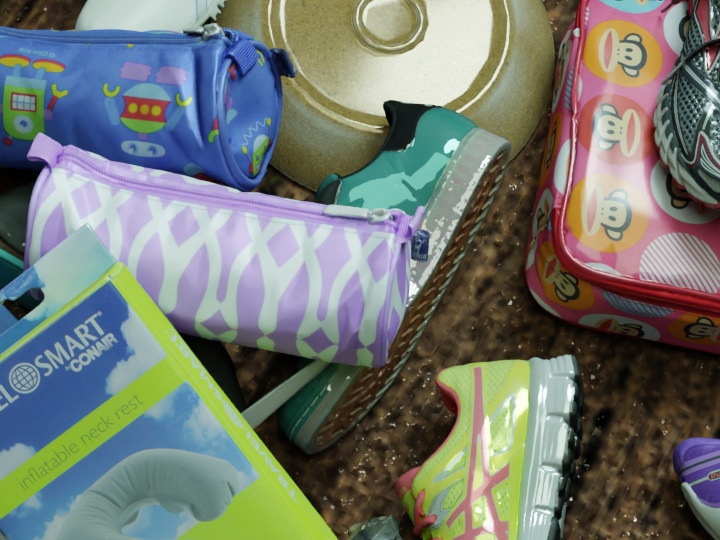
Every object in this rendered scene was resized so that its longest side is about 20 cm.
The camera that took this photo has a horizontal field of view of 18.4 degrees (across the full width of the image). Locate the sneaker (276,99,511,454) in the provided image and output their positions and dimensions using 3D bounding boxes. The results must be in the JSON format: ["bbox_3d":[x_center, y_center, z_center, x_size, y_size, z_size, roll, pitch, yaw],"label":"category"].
[{"bbox_3d":[0.000,0.000,1.179,0.080,0.071,0.201,27,75,16],"label":"sneaker"}]

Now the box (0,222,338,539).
[{"bbox_3d":[-0.116,0.093,1.059,0.122,0.048,0.200,-37,97,7],"label":"box"}]

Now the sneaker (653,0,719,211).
[{"bbox_3d":[0.201,-0.121,1.164,0.080,0.075,0.201,8,63,-6],"label":"sneaker"}]

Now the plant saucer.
[{"bbox_3d":[0.015,-0.135,1.254,0.199,0.035,0.201,2,67,-5],"label":"plant saucer"}]

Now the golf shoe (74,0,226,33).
[{"bbox_3d":[-0.100,-0.199,1.226,0.078,0.097,0.200,22,63,37],"label":"golf shoe"}]

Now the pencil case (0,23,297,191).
[{"bbox_3d":[-0.137,-0.090,1.160,0.199,0.087,0.078,5,22,20],"label":"pencil case"}]

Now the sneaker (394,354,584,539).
[{"bbox_3d":[0.059,0.136,1.135,0.090,0.078,0.201,7,64,11],"label":"sneaker"}]

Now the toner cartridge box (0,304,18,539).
[{"bbox_3d":[-0.214,0.059,1.147,0.095,0.043,0.200,-42,78,-17],"label":"toner cartridge box"}]

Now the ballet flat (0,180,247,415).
[{"bbox_3d":[-0.119,0.018,1.163,0.200,0.068,0.068,38,61,9],"label":"ballet flat"}]

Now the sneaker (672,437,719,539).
[{"bbox_3d":[0.252,0.066,1.176,0.199,0.081,0.084,-31,68,-16],"label":"sneaker"}]

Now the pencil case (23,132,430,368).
[{"bbox_3d":[-0.067,-0.008,1.096,0.199,0.086,0.084,9,41,2],"label":"pencil case"}]

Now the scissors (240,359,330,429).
[{"bbox_3d":[-0.088,0.096,1.108,0.073,0.014,0.200,38,93,-30],"label":"scissors"}]

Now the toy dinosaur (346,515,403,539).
[{"bbox_3d":[-0.041,0.190,1.095,0.088,0.048,0.200,-5,43,29],"label":"toy dinosaur"}]

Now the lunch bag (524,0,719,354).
[{"bbox_3d":[0.188,-0.055,1.219,0.175,0.082,0.201,12,65,-6],"label":"lunch bag"}]
